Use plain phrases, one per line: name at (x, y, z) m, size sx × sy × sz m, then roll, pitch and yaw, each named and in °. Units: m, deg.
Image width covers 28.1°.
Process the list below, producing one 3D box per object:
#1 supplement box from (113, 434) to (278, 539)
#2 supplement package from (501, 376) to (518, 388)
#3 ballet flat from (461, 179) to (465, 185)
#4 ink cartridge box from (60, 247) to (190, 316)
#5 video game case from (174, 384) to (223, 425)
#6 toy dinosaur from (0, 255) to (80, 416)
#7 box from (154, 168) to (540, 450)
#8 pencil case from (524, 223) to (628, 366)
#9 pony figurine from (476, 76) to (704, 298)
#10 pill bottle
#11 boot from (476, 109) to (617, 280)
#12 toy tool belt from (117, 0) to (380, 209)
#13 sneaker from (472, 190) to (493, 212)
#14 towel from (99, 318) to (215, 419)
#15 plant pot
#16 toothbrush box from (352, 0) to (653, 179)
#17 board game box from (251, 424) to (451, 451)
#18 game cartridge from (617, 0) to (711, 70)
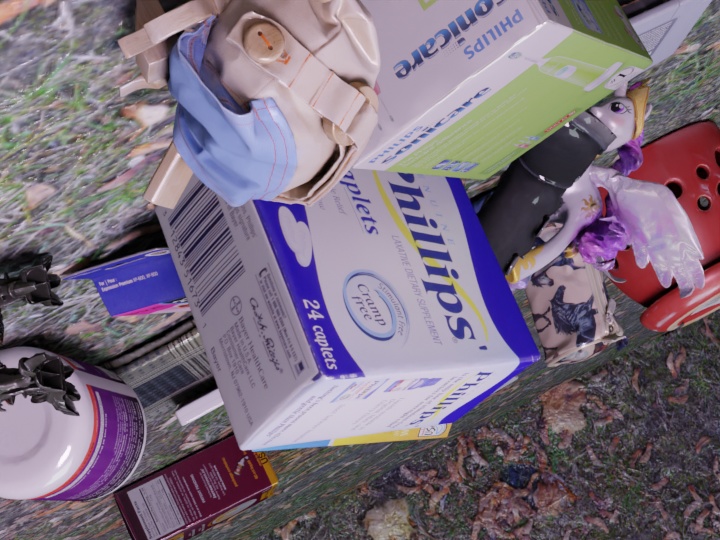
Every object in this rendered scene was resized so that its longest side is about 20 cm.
supplement box at (-0.215, 0.294, 1.888) m, size 0.199 × 0.086 × 0.110 m, roll -25°, pitch 167°, yaw -14°
supplement package at (0.105, 0.125, 1.873) m, size 0.155 × 0.112 × 0.200 m, roll -31°, pitch 166°, yaw 7°
ballet flat at (0.056, -0.066, 1.131) m, size 0.066 × 0.070 × 0.201 m, roll -54°, pitch 160°, yaw -27°
ink cartridge box at (-0.116, 0.006, 1.054) m, size 0.094 × 0.038 × 0.199 m, roll -15°, pitch 171°, yaw 32°
video game case at (-0.118, 0.111, 1.452) m, size 0.142 × 0.018 × 0.200 m, roll -28°, pitch -179°, yaw -6°
toy dinosaur at (-0.256, 0.058, 0.916) m, size 0.134 × 0.103 × 0.200 m, roll -12°, pitch -171°, yaw 0°
box at (-0.008, 0.009, 0.964) m, size 0.199 × 0.185 × 0.105 m, roll -2°, pitch 150°, yaw -42°
pencil case at (0.191, -0.015, 1.360) m, size 0.089 × 0.202 × 0.077 m, roll -22°, pitch 168°, yaw 40°
pony figurine at (0.187, -0.060, 1.212) m, size 0.198 × 0.195 × 0.166 m, roll -22°, pitch -168°, yaw -24°
pill bottle at (-0.239, 0.127, 1.144) m, size 0.112 × 0.113 × 0.200 m, roll -29°, pitch 167°, yaw 3°
boot at (0.103, -0.040, 1.065) m, size 0.200 × 0.066 × 0.165 m, roll -49°, pitch 164°, yaw 8°
toy tool belt at (-0.057, -0.093, 0.685) m, size 0.122 × 0.125 × 0.200 m, roll -34°, pitch 168°, yaw -13°
sneaker at (0.100, -0.031, 1.396) m, size 0.078 × 0.076 × 0.199 m, roll -19°, pitch 174°, yaw 42°
towel at (-0.144, 0.071, 1.338) m, size 0.198 × 0.035 × 0.193 m, roll -26°, pitch 164°, yaw -2°
plant pot at (0.360, -0.041, 1.634) m, size 0.199 × 0.184 × 0.201 m, roll -25°, pitch 166°, yaw -7°
toothbrush box at (0.075, -0.132, 0.892) m, size 0.145 × 0.087 × 0.199 m, roll -35°, pitch 167°, yaw 25°
board game box at (0.001, 0.099, 1.332) m, size 0.198 × 0.041 × 0.154 m, roll -2°, pitch 136°, yaw -17°
game cartridge at (0.165, -0.161, 1.088) m, size 0.199 × 0.042 × 0.133 m, roll -26°, pitch 171°, yaw -15°
